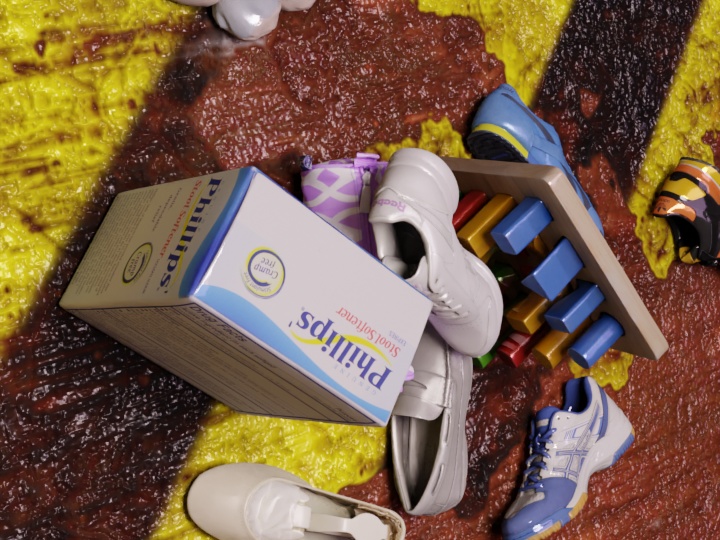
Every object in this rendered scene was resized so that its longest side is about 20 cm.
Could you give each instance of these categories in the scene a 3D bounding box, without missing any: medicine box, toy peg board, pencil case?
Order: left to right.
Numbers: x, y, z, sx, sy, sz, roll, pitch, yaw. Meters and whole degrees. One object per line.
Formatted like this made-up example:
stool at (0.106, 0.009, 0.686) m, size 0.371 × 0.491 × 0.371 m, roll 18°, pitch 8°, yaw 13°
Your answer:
medicine box at (-0.084, 0.024, 0.900) m, size 0.182 × 0.199 × 0.103 m, roll 36°, pitch 66°, yaw -31°
pencil case at (0.000, 0.000, 1.044) m, size 0.083 × 0.085 × 0.202 m, roll -9°, pitch 94°, yaw -33°
toy peg board at (0.133, 0.012, 1.092) m, size 0.098 × 0.199 × 0.200 m, roll -43°, pitch 114°, yaw -15°

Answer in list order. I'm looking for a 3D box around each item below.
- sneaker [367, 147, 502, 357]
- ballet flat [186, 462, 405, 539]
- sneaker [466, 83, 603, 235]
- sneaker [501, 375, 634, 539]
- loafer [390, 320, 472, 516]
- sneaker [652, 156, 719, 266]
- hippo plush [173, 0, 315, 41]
sneaker at (0.053, 0.004, 1.003) m, size 0.100 × 0.074 × 0.201 m, roll -59°, pitch 134°, yaw -41°
ballet flat at (-0.044, 0.199, 1.008) m, size 0.199 × 0.069 × 0.070 m, roll 20°, pitch 75°, yaw -36°
sneaker at (0.184, -0.098, 1.212) m, size 0.200 × 0.066 × 0.079 m, roll 45°, pitch 58°, yaw -27°
sneaker at (0.182, 0.181, 1.198) m, size 0.200 × 0.075 × 0.088 m, roll -42°, pitch 101°, yaw -40°
loafer at (0.058, 0.114, 1.089) m, size 0.070 × 0.070 × 0.202 m, roll -5°, pitch 91°, yaw -56°
sneaker at (0.390, -0.030, 1.380) m, size 0.090 × 0.070 × 0.200 m, roll -49°, pitch 117°, yaw -13°
hippo plush at (-0.059, -0.290, 0.967) m, size 0.158 × 0.160 × 0.202 m, roll 2°, pitch 86°, yaw -38°
